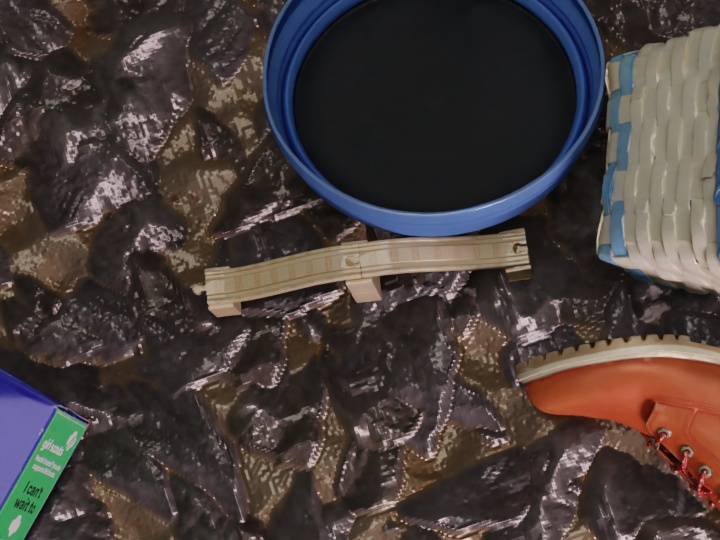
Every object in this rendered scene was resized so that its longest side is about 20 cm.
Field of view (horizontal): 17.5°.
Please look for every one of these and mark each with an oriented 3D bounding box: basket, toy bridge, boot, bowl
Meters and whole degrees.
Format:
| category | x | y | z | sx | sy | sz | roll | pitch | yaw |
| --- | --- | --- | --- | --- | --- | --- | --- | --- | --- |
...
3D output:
| category | x | y | z | sx | sy | sz | roll | pitch | yaw |
| --- | --- | --- | --- | --- | --- | --- | --- | --- | --- |
| basket | 0.239 | -0.063 | 1.314 | 0.200 | 0.139 | 0.176 | 0 | 78 | 37 |
| toy bridge | 0.000 | 0.000 | 1.376 | 0.200 | 0.067 | 0.027 | -7 | 79 | 4 |
| boot | 0.187 | 0.089 | 1.339 | 0.200 | 0.075 | 0.107 | 3 | 85 | 6 |
| bowl | 0.043 | -0.109 | 1.378 | 0.200 | 0.039 | 0.201 | -2 | 61 | 3 |

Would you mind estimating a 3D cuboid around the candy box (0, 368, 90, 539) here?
| category | x | y | z | sx | sy | sz | roll | pitch | yaw |
| --- | --- | --- | --- | --- | --- | --- | --- | --- | --- |
| candy box | -0.285 | 0.131 | 1.380 | 0.169 | 0.077 | 0.200 | 28 | 85 | 11 |
